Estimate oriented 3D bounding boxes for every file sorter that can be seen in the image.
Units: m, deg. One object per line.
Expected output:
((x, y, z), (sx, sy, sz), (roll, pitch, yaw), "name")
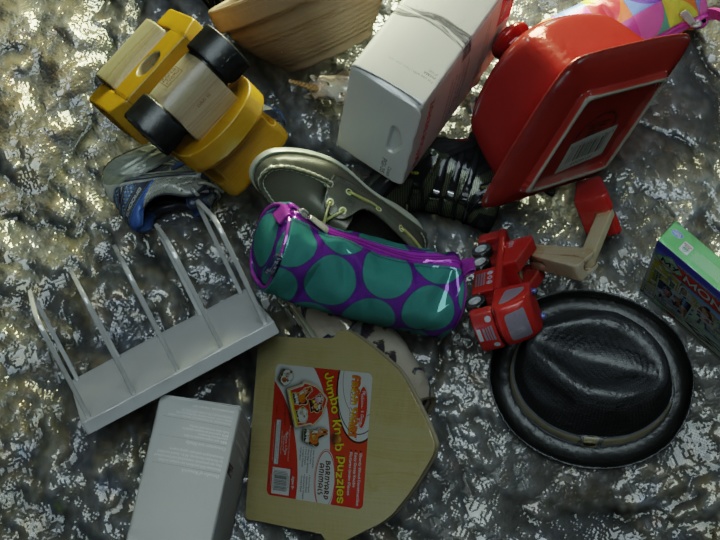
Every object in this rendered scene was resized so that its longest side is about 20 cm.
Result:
((-0.204, 0.038, 1.482), (0.199, 0.139, 0.125), (-28, 107, -8), "file sorter")

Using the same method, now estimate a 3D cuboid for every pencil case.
((0.000, 0.000, 1.458), (0.199, 0.093, 0.085), (15, 35, -19), "pencil case")
((-0.006, 0.076, 1.513), (0.089, 0.078, 0.200), (-28, 70, -19), "pencil case")
((0.271, -0.253, 1.624), (0.199, 0.088, 0.089), (-27, 70, -5), "pencil case")

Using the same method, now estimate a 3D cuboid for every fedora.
((0.223, 0.092, 1.489), (0.199, 0.092, 0.202), (-1, 69, 2), "fedora")

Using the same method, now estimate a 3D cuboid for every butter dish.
((0.185, -0.180, 1.512), (0.199, 0.200, 0.148), (-19, 59, -41), "butter dish")

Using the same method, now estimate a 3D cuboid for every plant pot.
((-0.049, -0.267, 1.611), (0.200, 0.201, 0.093), (-27, 105, -7), "plant pot")

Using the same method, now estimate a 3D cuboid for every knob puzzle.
((-0.012, 0.155, 1.455), (0.219, 0.030, 0.221), (-2, 86, 31), "knob puzzle")

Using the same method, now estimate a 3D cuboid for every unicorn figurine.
((0.036, -0.199, 1.627), (0.137, 0.074, 0.200), (32, 58, 15), "unicorn figurine")

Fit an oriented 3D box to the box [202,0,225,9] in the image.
((-0.152, -0.400, 1.717), (0.159, 0.049, 0.200), (-35, 72, -8), "box")

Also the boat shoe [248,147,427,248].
((-0.017, -0.053, 1.508), (0.201, 0.072, 0.060), (28, 24, -25), "boat shoe")

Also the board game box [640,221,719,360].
((0.356, 0.051, 1.477), (0.029, 0.135, 0.200), (-43, 73, -13), "board game box")

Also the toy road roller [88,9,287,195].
((-0.161, -0.156, 1.523), (0.123, 0.146, 0.200), (-48, 33, -5), "toy road roller")

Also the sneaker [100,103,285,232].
((-0.160, -0.099, 1.590), (0.199, 0.077, 0.085), (-27, 65, 3), "sneaker")

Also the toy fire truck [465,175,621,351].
((0.180, -0.007, 1.512), (0.140, 0.049, 0.200), (-15, 30, 18), "toy fire truck")

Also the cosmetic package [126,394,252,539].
((-0.163, 0.228, 1.450), (0.090, 0.107, 0.201), (7, 72, 5), "cosmetic package")

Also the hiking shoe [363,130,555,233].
((0.094, -0.082, 1.570), (0.199, 0.076, 0.101), (-22, 67, -7), "hiking shoe")

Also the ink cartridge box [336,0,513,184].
((0.066, -0.205, 1.509), (0.083, 0.147, 0.200), (31, 63, 9), "ink cartridge box")
